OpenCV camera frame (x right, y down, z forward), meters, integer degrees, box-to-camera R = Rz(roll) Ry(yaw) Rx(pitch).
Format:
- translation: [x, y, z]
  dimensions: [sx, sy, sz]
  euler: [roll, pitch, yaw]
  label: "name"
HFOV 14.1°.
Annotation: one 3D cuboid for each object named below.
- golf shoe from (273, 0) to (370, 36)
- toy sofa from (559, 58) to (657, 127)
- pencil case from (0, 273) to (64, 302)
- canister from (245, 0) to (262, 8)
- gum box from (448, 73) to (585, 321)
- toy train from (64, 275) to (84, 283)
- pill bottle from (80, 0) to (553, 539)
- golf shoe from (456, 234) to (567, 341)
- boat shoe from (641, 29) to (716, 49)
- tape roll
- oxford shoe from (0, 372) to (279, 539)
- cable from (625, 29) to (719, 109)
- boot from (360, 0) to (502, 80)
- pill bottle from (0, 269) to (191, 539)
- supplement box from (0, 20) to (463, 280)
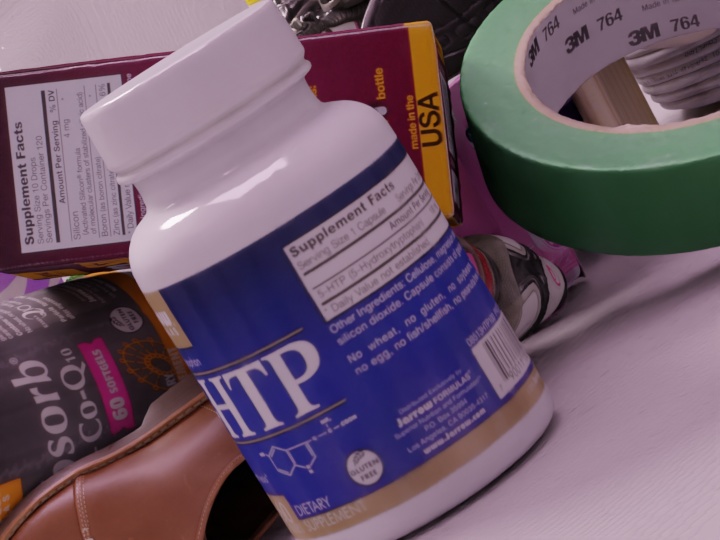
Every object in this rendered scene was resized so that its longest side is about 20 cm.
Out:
- translation: [-0.025, -0.088, 1.446]
  dimensions: [0.077, 0.088, 0.200]
  euler: [-18, 24, 43]
  label: "golf shoe"
- translation: [0.050, -0.034, 1.458]
  dimensions: [0.199, 0.083, 0.098]
  euler: [-27, 2, 28]
  label: "toy sofa"
- translation: [-0.157, 0.046, 1.434]
  dimensions: [0.084, 0.201, 0.086]
  euler: [-8, 27, 42]
  label: "pencil case"
- translation: [0.020, -0.098, 1.603]
  dimensions: [0.086, 0.201, 0.149]
  euler: [-30, 8, 11]
  label: "canister"
- translation: [0.000, 0.000, 1.390]
  dimensions: [0.199, 0.114, 0.066]
  euler: [-28, 8, 26]
  label: "gum box"
- translation: [-0.137, 0.027, 1.518]
  dimensions: [0.042, 0.200, 0.056]
  euler: [-58, -5, 14]
  label: "toy train"
- translation: [-0.021, 0.001, 1.152]
  dimensions: [0.119, 0.201, 0.120]
  euler: [-31, 7, 5]
  label: "pill bottle"
- translation: [0.007, 0.046, 1.312]
  dimensions: [0.200, 0.073, 0.092]
  euler: [-29, -21, 38]
  label: "golf shoe"
- translation: [0.162, -0.180, 1.459]
  dimensions: [0.074, 0.093, 0.200]
  euler: [11, 26, 21]
  label: "boat shoe"
- translation: [0.145, -0.086, 1.290]
  dimensions: [0.199, 0.048, 0.201]
  euler: [-12, 35, 9]
  label: "tape roll"
- translation: [-0.098, 0.119, 1.242]
  dimensions: [0.200, 0.071, 0.071]
  euler: [-42, 46, -3]
  label: "oxford shoe"
- translation: [0.235, -0.158, 1.640]
  dimensions: [0.200, 0.069, 0.200]
  euler: [-22, 13, 46]
  label: "cable"
- translation: [0.069, -0.133, 1.482]
  dimensions: [0.204, 0.073, 0.154]
  euler: [-50, -14, -24]
  label: "boot"
- translation: [-0.169, 0.077, 1.290]
  dimensions: [0.199, 0.117, 0.116]
  euler: [-19, -1, -35]
  label: "pill bottle"
- translation: [-0.059, -0.050, 1.268]
  dimensions: [0.199, 0.086, 0.110]
  euler: [-7, -2, 4]
  label: "supplement box"
